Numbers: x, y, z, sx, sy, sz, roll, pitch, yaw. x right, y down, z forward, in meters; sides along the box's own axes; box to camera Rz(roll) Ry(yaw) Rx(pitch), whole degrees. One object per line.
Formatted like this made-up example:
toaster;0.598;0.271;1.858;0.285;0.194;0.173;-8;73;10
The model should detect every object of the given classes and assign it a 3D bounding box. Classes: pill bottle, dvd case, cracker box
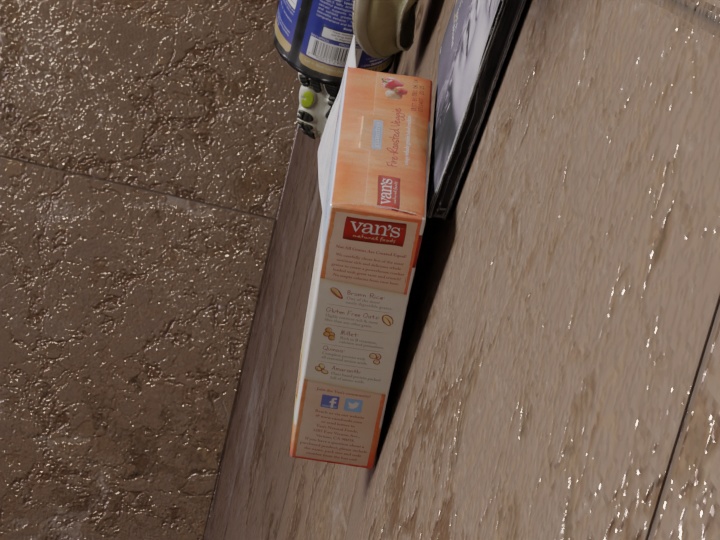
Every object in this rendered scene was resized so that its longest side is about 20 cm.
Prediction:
pill bottle;-0.003;-0.262;1.343;0.113;0.110;0.201;-83;9;-46
dvd case;0.069;-0.149;0.868;0.201;0.016;0.150;108;172;-45
cracker box;0.000;0.000;0.962;0.135;0.057;0.202;-84;3;-49

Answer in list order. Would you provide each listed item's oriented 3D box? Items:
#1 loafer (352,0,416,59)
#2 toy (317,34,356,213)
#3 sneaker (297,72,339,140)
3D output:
loafer;0.032;-0.221;1.148;0.201;0.067;0.076;86;-166;-60
toy;0.002;-0.079;1.229;0.201;0.047;0.116;-91;17;-53
sneaker;-0.028;-0.221;1.704;0.201;0.076;0.086;112;174;-57
